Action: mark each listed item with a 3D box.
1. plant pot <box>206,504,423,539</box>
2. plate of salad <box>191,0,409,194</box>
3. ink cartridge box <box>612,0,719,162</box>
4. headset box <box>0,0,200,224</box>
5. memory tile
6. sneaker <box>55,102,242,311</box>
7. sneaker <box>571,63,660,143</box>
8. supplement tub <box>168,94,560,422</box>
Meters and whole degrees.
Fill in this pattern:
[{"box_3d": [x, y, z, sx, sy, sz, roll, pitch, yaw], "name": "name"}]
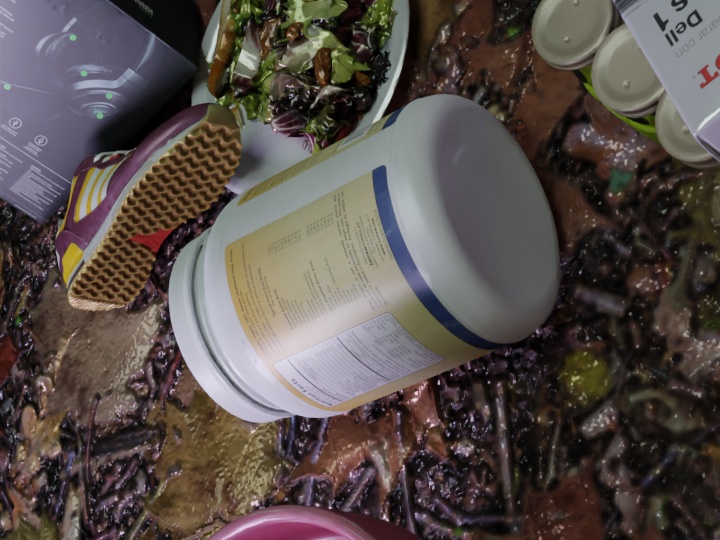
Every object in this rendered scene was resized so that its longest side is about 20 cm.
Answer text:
[{"box_3d": [0.013, 0.230, 0.816, 0.199, 0.178, 0.202, -14, 67, 36], "name": "plant pot"}, {"box_3d": [-0.051, -0.147, 1.085, 0.199, 0.048, 0.202, -15, 66, 37], "name": "plate of salad"}, {"box_3d": [0.185, -0.163, 0.746, 0.146, 0.084, 0.201, -38, 55, 22], "name": "ink cartridge box"}, {"box_3d": [-0.235, -0.162, 1.154, 0.200, 0.174, 0.093, -41, 34, 24], "name": "headset box"}, {"box_3d": [0.185, -0.163, 0.812, 0.153, 0.017, 0.201, 42, 102, 38], "name": "memory tile"}, {"box_3d": [-0.159, -0.063, 1.121, 0.200, 0.075, 0.091, -46, 52, 31], "name": "sneaker"}, {"box_3d": [0.202, -0.108, 0.845, 0.199, 0.074, 0.084, 10, 69, 40], "name": "sneaker"}, {"box_3d": [0.000, 0.000, 0.927, 0.199, 0.144, 0.146, -25, 61, 33], "name": "supplement tub"}]
